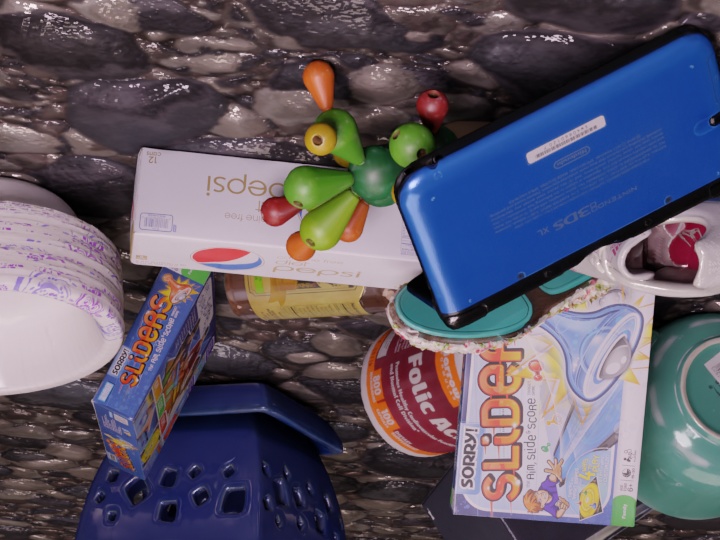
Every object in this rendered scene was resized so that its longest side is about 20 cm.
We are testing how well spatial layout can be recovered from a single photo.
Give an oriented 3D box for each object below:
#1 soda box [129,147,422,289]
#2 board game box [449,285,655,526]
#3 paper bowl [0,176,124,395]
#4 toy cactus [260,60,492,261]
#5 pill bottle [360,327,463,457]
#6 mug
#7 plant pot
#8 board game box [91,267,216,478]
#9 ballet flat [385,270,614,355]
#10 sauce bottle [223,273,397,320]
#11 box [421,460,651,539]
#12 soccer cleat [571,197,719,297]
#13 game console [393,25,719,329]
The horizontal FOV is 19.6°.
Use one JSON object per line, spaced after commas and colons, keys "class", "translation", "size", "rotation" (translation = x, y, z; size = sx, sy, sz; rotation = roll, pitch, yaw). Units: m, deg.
{"class": "soda box", "translation": [-0.055, -0.034, 1.416], "size": [0.200, 0.064, 0.068], "rotation": [6, 162, -6]}
{"class": "board game box", "translation": [0.140, 0.081, 1.517], "size": [0.135, 0.201, 0.034], "rotation": [4, -175, -2]}
{"class": "paper bowl", "translation": [-0.269, 0.007, 1.479], "size": [0.200, 0.105, 0.201], "rotation": [-5, 154, -3]}
{"class": "toy cactus", "translation": [0.026, -0.071, 1.284], "size": [0.165, 0.102, 0.200], "rotation": [-10, 165, -21]}
{"class": "pill bottle", "translation": [0.097, 0.077, 1.641], "size": [0.114, 0.114, 0.200], "rotation": [14, 159, -29]}
{"class": "mug", "translation": [0.261, 0.109, 1.650], "size": [0.185, 0.152, 0.114], "rotation": [7, 159, -9]}
{"class": "plant pot", "translation": [-0.132, 0.210, 1.961], "size": [0.200, 0.180, 0.200], "rotation": [-4, 160, 24]}
{"class": "board game box", "translation": [-0.157, 0.076, 1.634], "size": [0.034, 0.136, 0.200], "rotation": [25, 162, 5]}
{"class": "ballet flat", "translation": [0.102, 0.021, 1.426], "size": [0.200, 0.076, 0.064], "rotation": [-18, 152, -26]}
{"class": "sauce bottle", "translation": [0.000, 0.000, 1.504], "size": [0.200, 0.065, 0.065], "rotation": [-5, 160, 25]}
{"class": "box", "translation": [0.177, 0.180, 1.787], "size": [0.198, 0.123, 0.200], "rotation": [-30, 168, -15]}
{"class": "soccer cleat", "translation": [0.170, -0.023, 1.329], "size": [0.086, 0.070, 0.200], "rotation": [-15, -166, -39]}
{"class": "game console", "translation": [0.110, -0.061, 1.236], "size": [0.200, 0.118, 0.171], "rotation": [-27, 131, -6]}
